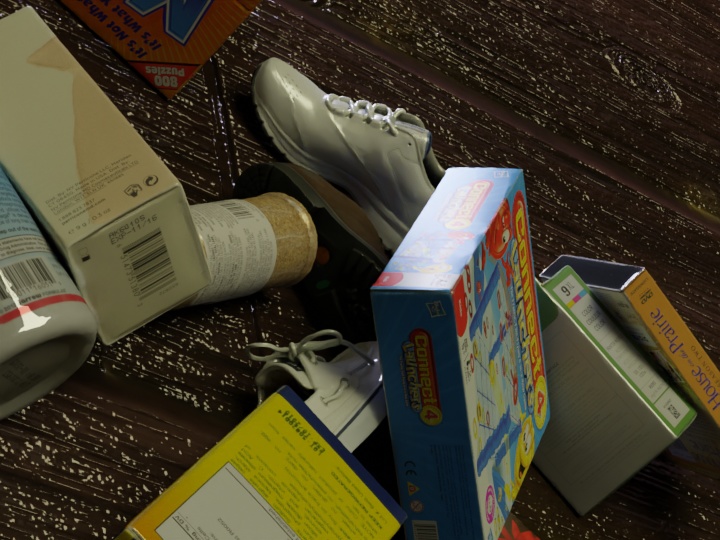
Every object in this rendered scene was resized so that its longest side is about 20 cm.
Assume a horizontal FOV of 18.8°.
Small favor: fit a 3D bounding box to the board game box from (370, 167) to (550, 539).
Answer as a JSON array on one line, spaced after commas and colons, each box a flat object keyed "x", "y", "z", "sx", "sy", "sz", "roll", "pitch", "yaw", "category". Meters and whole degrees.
[{"x": 0.071, "y": 0.060, "z": 1.456, "sx": 0.196, "sy": 0.056, "sz": 0.201, "roll": -56, "pitch": 142, "yaw": -58, "category": "board game box"}]

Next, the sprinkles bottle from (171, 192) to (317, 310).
[{"x": -0.109, "y": -0.009, "z": 1.414, "sx": 0.200, "sy": 0.068, "sz": 0.068, "roll": -12, "pitch": 63, "yaw": -55, "category": "sprinkles bottle"}]

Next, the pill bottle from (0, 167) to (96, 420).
[{"x": -0.241, "y": -0.018, "z": 1.222, "sx": 0.109, "sy": 0.109, "sz": 0.200, "roll": -11, "pitch": 62, "yaw": -55, "category": "pill bottle"}]

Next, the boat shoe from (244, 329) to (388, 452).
[{"x": -0.039, "y": 0.077, "z": 1.391, "sx": 0.086, "sy": 0.074, "sz": 0.202, "roll": 60, "pitch": 35, "yaw": -12, "category": "boat shoe"}]

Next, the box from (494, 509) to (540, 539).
[{"x": 0.108, "y": 0.258, "z": 1.399, "sx": 0.137, "sy": 0.039, "sz": 0.200, "roll": 44, "pitch": 31, "yaw": -6, "category": "box"}]

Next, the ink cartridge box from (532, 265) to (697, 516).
[{"x": 0.140, "y": 0.069, "z": 1.596, "sx": 0.200, "sy": 0.104, "sz": 0.059, "roll": 48, "pitch": 30, "yaw": 3, "category": "ink cartridge box"}]

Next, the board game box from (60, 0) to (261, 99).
[{"x": -0.124, "y": -0.292, "z": 1.595, "sx": 0.200, "sy": 0.200, "sz": 0.200, "roll": 42, "pitch": 31, "yaw": -7, "category": "board game box"}]

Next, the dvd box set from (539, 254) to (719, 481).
[{"x": 0.228, "y": 0.077, "z": 1.645, "sx": 0.200, "sy": 0.029, "sz": 0.146, "roll": 53, "pitch": -13, "yaw": -15, "category": "dvd box set"}]

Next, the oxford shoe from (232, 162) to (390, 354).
[{"x": 0.000, "y": 0.000, "z": 1.537, "sx": 0.200, "sy": 0.073, "sz": 0.084, "roll": 55, "pitch": 27, "yaw": 12, "category": "oxford shoe"}]

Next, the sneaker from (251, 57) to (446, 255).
[{"x": 0.005, "y": -0.097, "z": 1.639, "sx": 0.200, "sy": 0.087, "sz": 0.075, "roll": 39, "pitch": 33, "yaw": -10, "category": "sneaker"}]

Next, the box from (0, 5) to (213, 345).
[{"x": -0.176, "y": -0.060, "z": 1.295, "sx": 0.200, "sy": 0.078, "sz": 0.095, "roll": 49, "pitch": -17, "yaw": 37, "category": "box"}]

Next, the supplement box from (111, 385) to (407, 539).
[{"x": -0.078, "y": 0.168, "z": 1.208, "sx": 0.109, "sy": 0.110, "sz": 0.200, "roll": 47, "pitch": 30, "yaw": 2, "category": "supplement box"}]
